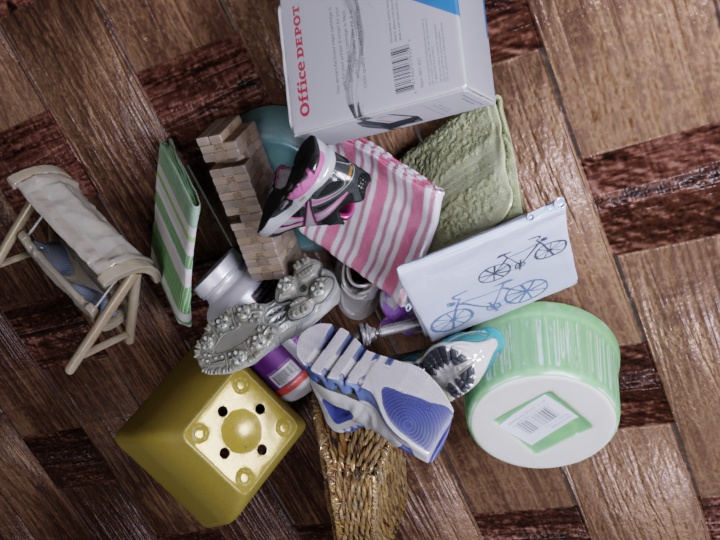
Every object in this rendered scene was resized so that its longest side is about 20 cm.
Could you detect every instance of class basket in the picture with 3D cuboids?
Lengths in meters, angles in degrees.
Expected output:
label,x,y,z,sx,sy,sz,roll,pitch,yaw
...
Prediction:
label,x,y,z,sx,sy,sz,roll,pitch,yaw
basket,-0.021,0.300,1.263,0.146,0.144,0.203,11,133,18

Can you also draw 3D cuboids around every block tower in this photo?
label,x,y,z,sx,sy,sz,roll,pitch,yaw
block tower,-0.129,-0.081,1.074,0.053,0.058,0.203,-4,121,27

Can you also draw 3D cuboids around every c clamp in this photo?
label,x,y,z,sx,sy,sz,roll,pitch,yaw
c clamp,0.066,0.072,1.060,0.196,0.028,0.172,-16,149,-4

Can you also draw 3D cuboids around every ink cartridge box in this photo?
label,x,y,z,sx,sy,sz,roll,pitch,yaw
ink cartridge box,0.024,-0.221,0.897,0.196,0.083,0.149,-9,84,29

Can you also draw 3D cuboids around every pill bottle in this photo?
label,x,y,z,sx,sy,sz,roll,pitch,yaw
pill bottle,-0.125,0.069,1.183,0.200,0.113,0.112,47,128,-10

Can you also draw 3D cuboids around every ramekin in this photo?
label,x,y,z,sx,sy,sz,roll,pitch,yaw
ramekin,0.212,0.143,1.055,0.195,0.099,0.203,4,133,4

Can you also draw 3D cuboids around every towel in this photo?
label,x,y,z,sx,sy,sz,roll,pitch,yaw
towel,-0.238,-0.046,1.157,0.023,0.154,0.203,-7,133,-26
towel,0.095,-0.085,0.961,0.036,0.152,0.199,5,156,-35
towel,0.000,-0.067,0.993,0.199,0.030,0.149,36,127,32

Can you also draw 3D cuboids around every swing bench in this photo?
label,x,y,z,sx,sy,sz,roll,pitch,yaw
swing bench,-0.384,-0.010,1.210,0.199,0.129,0.201,44,128,13

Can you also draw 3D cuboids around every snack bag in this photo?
label,x,y,z,sx,sy,sz,roll,pitch,yaw
snack bag,0.133,0.004,0.938,0.185,0.022,0.200,-22,151,7

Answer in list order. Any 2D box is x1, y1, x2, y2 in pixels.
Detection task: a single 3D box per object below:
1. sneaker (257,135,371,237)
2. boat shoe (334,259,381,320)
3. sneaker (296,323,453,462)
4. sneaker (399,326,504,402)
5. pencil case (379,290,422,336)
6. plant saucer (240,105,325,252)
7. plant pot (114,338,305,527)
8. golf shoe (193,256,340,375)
label,x,y,z,sx,sy,sz,roll,pitch,yaw
sneaker,-0.052,-0.072,0.972,0.085,0.082,0.199,22,164,-17
boat shoe,0.000,0.000,1.099,0.070,0.070,0.202,23,136,5
sneaker,0.014,0.149,1.020,0.197,0.081,0.116,32,150,20
sneaker,0.096,0.116,1.026,0.078,0.079,0.199,58,146,0
pencil case,0.098,-0.006,1.048,0.083,0.086,0.201,34,130,-3
plant saucer,-0.093,-0.101,1.102,0.196,0.036,0.204,12,126,16
plant pot,-0.188,0.219,1.214,0.194,0.196,0.199,45,157,-11
golf shoe,-0.106,0.071,1.091,0.198,0.097,0.079,-31,65,6
